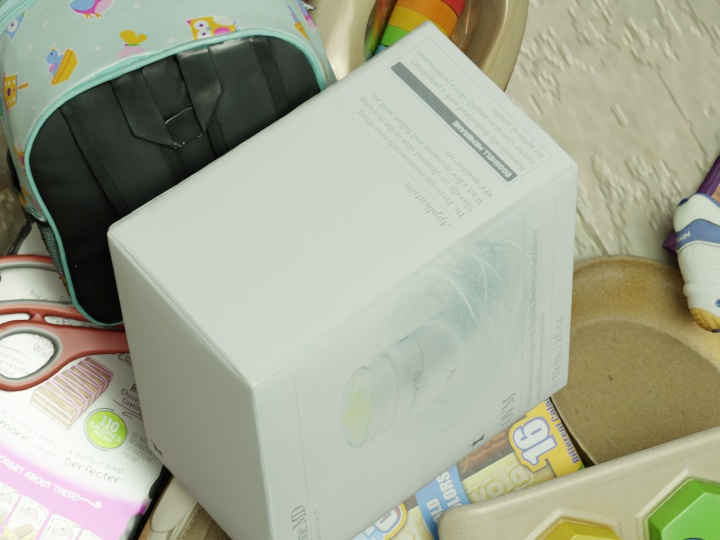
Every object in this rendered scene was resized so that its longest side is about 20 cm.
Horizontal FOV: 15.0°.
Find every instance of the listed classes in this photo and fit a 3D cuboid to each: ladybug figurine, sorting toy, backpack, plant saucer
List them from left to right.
[{"bbox_3d":[-0.099,-0.088,1.391,0.175,0.200,0.154,-19,64,0],"label":"backpack"},{"bbox_3d":[0.020,-0.131,1.545,0.136,0.072,0.201,38,69,-29],"label":"ladybug figurine"},{"bbox_3d":[0.148,0.184,1.462,0.199,0.036,0.186,-14,117,-11],"label":"sorting toy"},{"bbox_3d":[0.177,0.081,1.557,0.200,0.035,0.201,20,43,-20],"label":"plant saucer"}]

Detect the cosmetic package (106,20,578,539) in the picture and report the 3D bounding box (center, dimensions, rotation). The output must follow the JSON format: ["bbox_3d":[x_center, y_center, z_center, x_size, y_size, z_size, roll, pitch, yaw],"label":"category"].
[{"bbox_3d":[-0.004,0.021,1.360,0.200,0.200,0.123,-33,60,-18],"label":"cosmetic package"}]

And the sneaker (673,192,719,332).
[{"bbox_3d":[0.275,-0.032,1.571,0.199,0.075,0.089,-17,90,-15],"label":"sneaker"}]

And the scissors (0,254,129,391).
[{"bbox_3d":[-0.114,0.028,1.474,0.199,0.014,0.074,0,83,-12],"label":"scissors"}]

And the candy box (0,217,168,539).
[{"bbox_3d":[-0.170,0.084,1.494,0.136,0.061,0.201,31,79,-9],"label":"candy box"}]

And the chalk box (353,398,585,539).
[{"bbox_3d":[0.011,0.131,1.505,0.199,0.125,0.124,-27,93,-16],"label":"chalk box"}]

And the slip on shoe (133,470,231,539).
[{"bbox_3d":[-0.096,0.160,1.485,0.060,0.076,0.201,27,94,-5],"label":"slip on shoe"}]

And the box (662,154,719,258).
[{"bbox_3d":[0.298,-0.015,1.635,0.200,0.039,0.137,35,79,-10],"label":"box"}]
